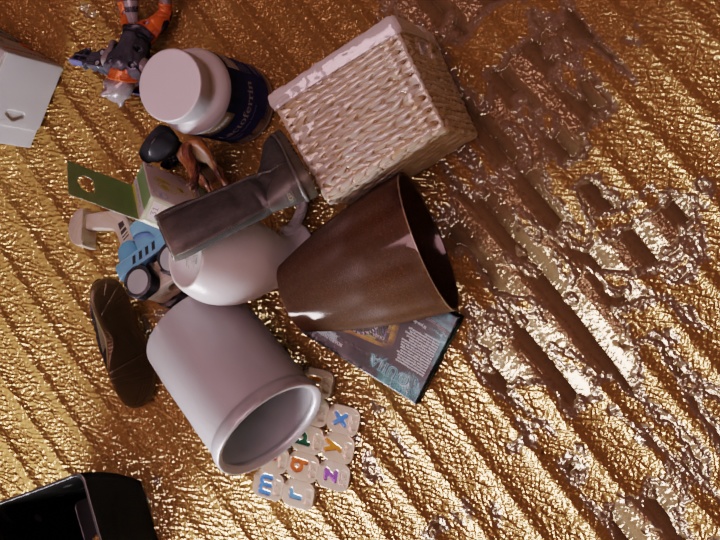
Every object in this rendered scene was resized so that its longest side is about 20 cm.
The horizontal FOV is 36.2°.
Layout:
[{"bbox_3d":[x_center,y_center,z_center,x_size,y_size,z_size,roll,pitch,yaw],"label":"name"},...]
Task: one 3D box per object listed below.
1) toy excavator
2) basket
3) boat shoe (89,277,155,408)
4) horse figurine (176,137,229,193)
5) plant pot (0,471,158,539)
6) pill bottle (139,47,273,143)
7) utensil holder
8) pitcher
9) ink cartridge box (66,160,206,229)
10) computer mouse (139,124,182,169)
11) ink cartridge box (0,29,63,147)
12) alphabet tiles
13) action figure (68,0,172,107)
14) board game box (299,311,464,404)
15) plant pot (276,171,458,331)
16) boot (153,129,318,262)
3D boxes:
[{"bbox_3d":[-0.326,-0.038,1.626,0.193,0.100,0.201,-32,66,17],"label":"toy excavator"},{"bbox_3d":[0.026,-0.201,1.418,0.199,0.198,0.162,-31,84,18],"label":"basket"},{"bbox_3d":[-0.356,0.105,1.647,0.072,0.065,0.202,-15,102,-17],"label":"boat shoe"},{"bbox_3d":[-0.215,-0.135,1.527,0.050,0.200,0.133,-35,81,-1],"label":"horse figurine"},{"bbox_3d":[-0.404,0.403,1.608,0.198,0.177,0.202,-21,82,20],"label":"plant pot"},{"bbox_3d":[-0.209,-0.240,1.508,0.114,0.200,0.117,0,91,22],"label":"pill bottle"},{"bbox_3d":[-0.175,0.145,1.503,0.170,0.169,0.200,-50,60,15],"label":"utensil holder"},{"bbox_3d":[-0.152,-0.040,1.481,0.121,0.199,0.174,4,92,47],"label":"pitcher"},{"bbox_3d":[-0.304,-0.109,1.529,0.199,0.146,0.048,25,105,-24],"label":"ink cartridge box"},{"bbox_3d":[-0.270,-0.163,1.544,0.034,0.200,0.059,40,88,1],"label":"computer mouse"},{"bbox_3d":[-0.592,-0.301,1.694,0.199,0.145,0.146,31,102,18],"label":"ink cartridge box"},{"bbox_3d":[-0.094,0.232,1.567,0.194,0.015,0.202,11,95,21],"label":"alphabet tiles"},{"bbox_3d":[-0.355,-0.340,1.621,0.198,0.105,0.196,6,81,17],"label":"action figure"},{"bbox_3d":[0.026,0.074,1.508,0.199,0.028,0.136,31,102,18],"label":"board game box"},{"bbox_3d":[0.000,0.000,1.417,0.198,0.187,0.189,-23,82,15],"label":"plant pot"},{"bbox_3d":[-0.164,-0.094,1.395,0.199,0.182,0.073,-30,115,-1],"label":"boot"}]
